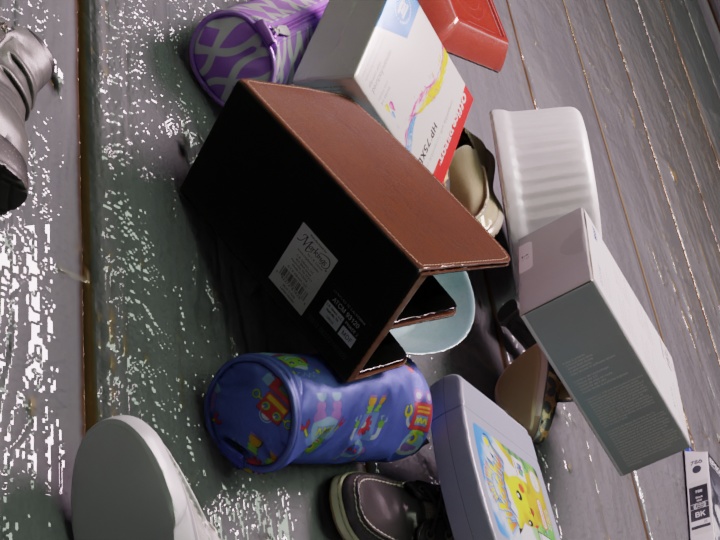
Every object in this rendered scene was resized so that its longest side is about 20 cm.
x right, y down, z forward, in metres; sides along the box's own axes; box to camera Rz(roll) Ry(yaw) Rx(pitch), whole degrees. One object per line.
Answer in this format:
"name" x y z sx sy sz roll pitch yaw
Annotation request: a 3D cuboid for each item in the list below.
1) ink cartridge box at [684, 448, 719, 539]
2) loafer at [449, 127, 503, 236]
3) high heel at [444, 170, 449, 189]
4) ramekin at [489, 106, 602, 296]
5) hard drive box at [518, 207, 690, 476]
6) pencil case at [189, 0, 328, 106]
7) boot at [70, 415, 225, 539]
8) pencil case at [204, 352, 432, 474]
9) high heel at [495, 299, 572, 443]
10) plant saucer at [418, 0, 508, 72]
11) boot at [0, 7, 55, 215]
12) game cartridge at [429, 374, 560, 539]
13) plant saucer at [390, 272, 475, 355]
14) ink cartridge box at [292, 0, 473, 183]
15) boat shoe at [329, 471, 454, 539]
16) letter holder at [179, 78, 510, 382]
"ink cartridge box" 0.470 0.319 1.464 0.100 0.039 0.201 48 32 -26
"loafer" 0.100 -0.085 1.145 0.068 0.075 0.201 47 24 -24
"high heel" 0.076 -0.149 1.145 0.141 0.071 0.202 4 55 -51
"ramekin" 0.201 -0.080 1.194 0.200 0.096 0.204 -9 90 -82
"hard drive box" 0.232 0.065 1.062 0.201 0.076 0.156 56 21 -19
"pencil case" -0.069 -0.200 0.938 0.084 0.085 0.200 48 30 -5
"boot" -0.096 0.175 0.627 0.095 0.073 0.203 -12 86 -66
"pencil case" -0.024 0.101 0.784 0.077 0.088 0.199 28 10 32
"high heel" 0.201 0.130 1.115 0.142 0.071 0.201 42 26 -23
"plant saucer" 0.122 -0.371 1.439 0.199 0.036 0.203 2 67 -58
"boot" -0.256 -0.129 0.607 0.200 0.069 0.133 49 27 -46
"game cartridge" 0.108 0.182 0.850 0.133 0.040 0.202 35 32 -41
"plant saucer" 0.000 0.000 0.897 0.199 0.039 0.203 23 37 -19
"ink cartridge box" 0.033 -0.143 0.958 0.200 0.066 0.118 49 53 -44
"boat shoe" 0.054 0.194 0.848 0.199 0.064 0.073 36 39 -42
"letter holder" -0.008 -0.035 0.803 0.200 0.101 0.141 47 29 23
